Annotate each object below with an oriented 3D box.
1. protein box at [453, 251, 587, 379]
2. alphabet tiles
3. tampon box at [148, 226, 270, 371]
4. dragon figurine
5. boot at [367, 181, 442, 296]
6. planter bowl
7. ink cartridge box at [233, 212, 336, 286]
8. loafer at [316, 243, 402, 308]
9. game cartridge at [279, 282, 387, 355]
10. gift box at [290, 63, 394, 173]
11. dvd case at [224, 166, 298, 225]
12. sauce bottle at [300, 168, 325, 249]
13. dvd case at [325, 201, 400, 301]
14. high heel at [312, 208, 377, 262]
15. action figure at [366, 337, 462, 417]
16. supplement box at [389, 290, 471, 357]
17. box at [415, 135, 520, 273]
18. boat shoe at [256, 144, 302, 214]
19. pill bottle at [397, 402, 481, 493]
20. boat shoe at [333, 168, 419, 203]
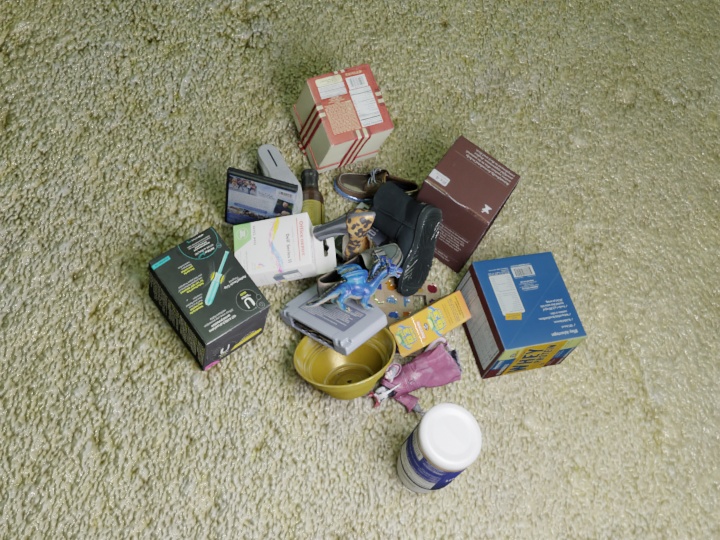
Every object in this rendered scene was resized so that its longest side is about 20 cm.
[{"bbox_3d":[0.327,0.091,1.662,0.194,0.136,0.203,-7,62,-19],"label":"protein box"},{"bbox_3d":[0.082,0.095,1.648,0.196,0.008,0.171,4,65,-20],"label":"alphabet tiles"},{"bbox_3d":[-0.291,0.054,1.520,0.149,0.127,0.201,-31,72,-28],"label":"tampon box"},{"bbox_3d":[-0.018,0.021,1.509,0.196,0.102,0.059,-2,16,-21],"label":"dragon figurine"},{"bbox_3d":[0.080,-0.069,1.678,0.075,0.204,0.167,-1,23,-41],"label":"boot"},{"bbox_3d":[-0.026,0.185,1.522,0.195,0.085,0.202,-6,33,4],"label":"planter bowl"},{"bbox_3d":[-0.152,-0.044,1.606,0.195,0.068,0.120,-10,66,5],"label":"ink cartridge box"},{"bbox_3d":[0.000,0.000,1.571,0.198,0.064,0.072,-34,44,-17],"label":"loafer"},{"bbox_3d":[-0.049,0.089,1.564,0.198,0.042,0.132,24,49,40],"label":"game cartridge"},{"bbox_3d":[-0.044,-0.348,1.787,0.181,0.187,0.204,-14,79,-20],"label":"gift box"},{"bbox_3d":[-0.204,-0.133,1.610,0.140,0.201,0.018,15,63,-4],"label":"dvd case"},{"bbox_3d":[-0.107,-0.127,1.716,0.063,0.065,0.204,6,58,-12],"label":"sauce bottle"},{"bbox_3d":[0.036,-0.041,1.727,0.199,0.025,0.151,38,58,7],"label":"dvd case"},{"bbox_3d":[0.017,-0.067,1.600,0.198,0.141,0.073,21,59,-48],"label":"high heel"},{"bbox_3d":[0.098,0.200,1.556,0.197,0.136,0.150,-24,28,1],"label":"action figure"},{"bbox_3d":[0.141,0.103,1.588,0.199,0.068,0.068,-24,89,-50],"label":"supplement box"},{"bbox_3d":[0.214,-0.140,1.730,0.165,0.201,0.165,35,57,7],"label":"box"},{"bbox_3d":[-0.175,-0.181,1.724,0.071,0.071,0.203,-10,57,-20],"label":"boat shoe"},{"bbox_3d":[0.134,0.326,1.432,0.113,0.201,0.118,6,59,-11],"label":"pill bottle"},{"bbox_3d":[0.039,-0.194,1.790,0.195,0.073,0.074,8,58,-11],"label":"boat shoe"}]
